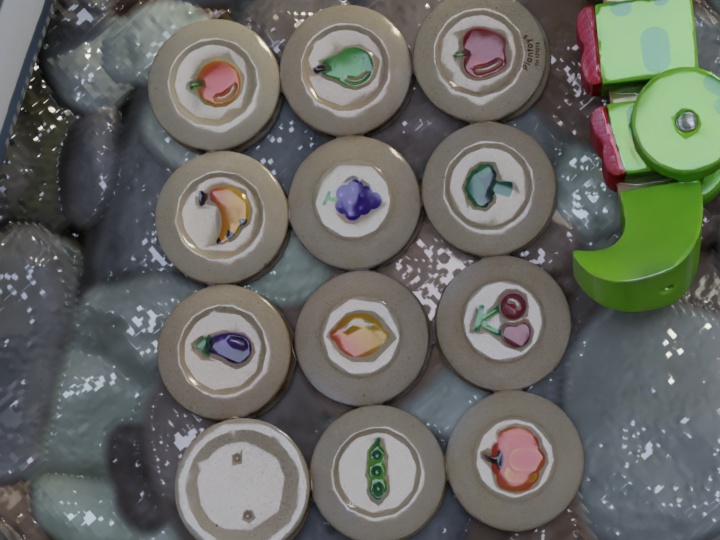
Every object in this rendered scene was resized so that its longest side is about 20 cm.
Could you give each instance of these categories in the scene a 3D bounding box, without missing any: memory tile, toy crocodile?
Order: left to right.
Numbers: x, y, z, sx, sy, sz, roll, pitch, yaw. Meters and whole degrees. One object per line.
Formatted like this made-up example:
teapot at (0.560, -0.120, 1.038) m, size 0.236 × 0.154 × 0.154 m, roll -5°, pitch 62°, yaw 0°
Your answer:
memory tile at (0.000, 0.000, 0.991) m, size 0.152 × 0.017 × 0.202 m, roll -5°, pitch 80°, yaw 3°
toy crocodile at (0.100, -0.086, 0.973) m, size 0.061 × 0.068 × 0.202 m, roll -4°, pitch 80°, yaw 4°

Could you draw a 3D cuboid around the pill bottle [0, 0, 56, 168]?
pill bottle at (-0.167, -0.105, 0.968) m, size 0.119 × 0.120 × 0.201 m, roll 17°, pitch 81°, yaw 6°
